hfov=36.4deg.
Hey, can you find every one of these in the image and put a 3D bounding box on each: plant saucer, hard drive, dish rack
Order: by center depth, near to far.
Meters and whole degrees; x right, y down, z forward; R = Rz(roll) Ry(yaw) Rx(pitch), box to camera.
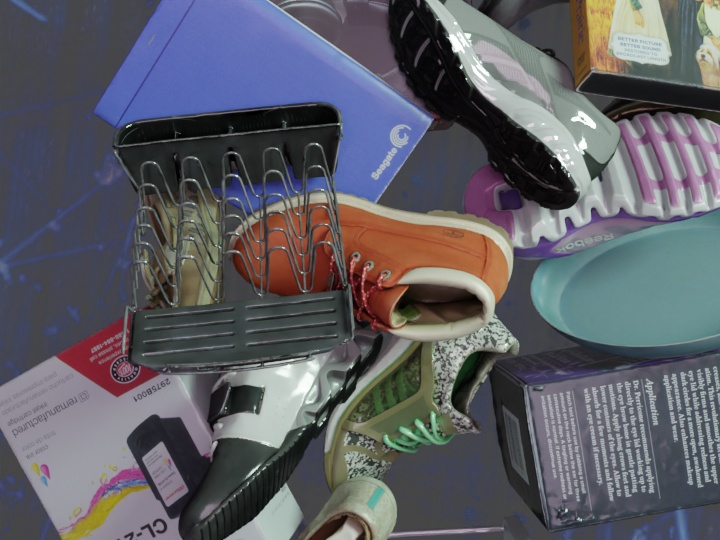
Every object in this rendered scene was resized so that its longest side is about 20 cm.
[{"bbox_3d":[-0.079,-0.022,0.685,0.153,0.200,0.055,-7,134,-1],"label":"dish rack"},{"bbox_3d":[-0.067,-0.110,0.768,0.200,0.025,0.132,33,102,-11],"label":"hard drive"},{"bbox_3d":[0.222,0.006,0.782,0.199,0.200,0.028,-19,117,-1],"label":"plant saucer"}]

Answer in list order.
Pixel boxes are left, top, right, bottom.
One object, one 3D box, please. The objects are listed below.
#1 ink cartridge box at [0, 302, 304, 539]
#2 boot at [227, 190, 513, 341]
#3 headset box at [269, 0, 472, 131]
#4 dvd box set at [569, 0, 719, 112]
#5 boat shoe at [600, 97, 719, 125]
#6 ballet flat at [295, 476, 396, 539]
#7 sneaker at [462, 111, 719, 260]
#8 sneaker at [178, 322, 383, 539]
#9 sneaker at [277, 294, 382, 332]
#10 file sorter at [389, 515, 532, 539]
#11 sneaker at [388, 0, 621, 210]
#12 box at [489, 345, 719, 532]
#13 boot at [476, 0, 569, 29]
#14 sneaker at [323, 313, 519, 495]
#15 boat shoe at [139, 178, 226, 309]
[{"bbox_3d":[-0.155,0.140,0.803,0.145,0.083,0.201,-29,91,12],"label":"ink cartridge box"},{"bbox_3d":[0.000,0.000,0.730,0.199,0.107,0.075,3,116,10],"label":"boot"},{"bbox_3d":[-0.014,-0.176,0.821,0.199,0.077,0.150,-4,91,0],"label":"headset box"},{"bbox_3d":[0.216,-0.208,0.763,0.146,0.029,0.201,7,68,-12],"label":"dvd box set"},{"bbox_3d":[0.236,-0.121,0.836,0.200,0.066,0.072,-33,112,18],"label":"boat shoe"},{"bbox_3d":[-0.043,0.234,0.804,0.067,0.062,0.200,32,109,5],"label":"ballet flat"},{"bbox_3d":[0.178,-0.053,0.797,0.199,0.088,0.081,-12,66,12],"label":"sneaker"},{"bbox_3d":[-0.073,0.097,0.743,0.088,0.074,0.200,32,55,12],"label":"sneaker"},{"bbox_3d":[-0.026,0.020,0.826,0.200,0.067,0.090,-44,97,2],"label":"sneaker"},{"bbox_3d":[0.069,0.269,0.768,0.124,0.200,0.139,-4,91,0],"label":"file sorter"},{"bbox_3d":[0.095,-0.133,0.755,0.079,0.074,0.200,-40,83,-24],"label":"sneaker"},{"bbox_3d":[0.208,0.107,0.796,0.199,0.148,0.105,-10,92,-3],"label":"box"},{"bbox_3d":[0.190,-0.207,0.815,0.200,0.070,0.132,-40,92,-13],"label":"boot"},{"bbox_3d":[0.044,0.102,0.799,0.089,0.077,0.200,42,108,40],"label":"sneaker"},{"bbox_3d":[-0.126,-0.005,0.770,0.062,0.200,0.074,1,123,-8],"label":"boat shoe"}]
